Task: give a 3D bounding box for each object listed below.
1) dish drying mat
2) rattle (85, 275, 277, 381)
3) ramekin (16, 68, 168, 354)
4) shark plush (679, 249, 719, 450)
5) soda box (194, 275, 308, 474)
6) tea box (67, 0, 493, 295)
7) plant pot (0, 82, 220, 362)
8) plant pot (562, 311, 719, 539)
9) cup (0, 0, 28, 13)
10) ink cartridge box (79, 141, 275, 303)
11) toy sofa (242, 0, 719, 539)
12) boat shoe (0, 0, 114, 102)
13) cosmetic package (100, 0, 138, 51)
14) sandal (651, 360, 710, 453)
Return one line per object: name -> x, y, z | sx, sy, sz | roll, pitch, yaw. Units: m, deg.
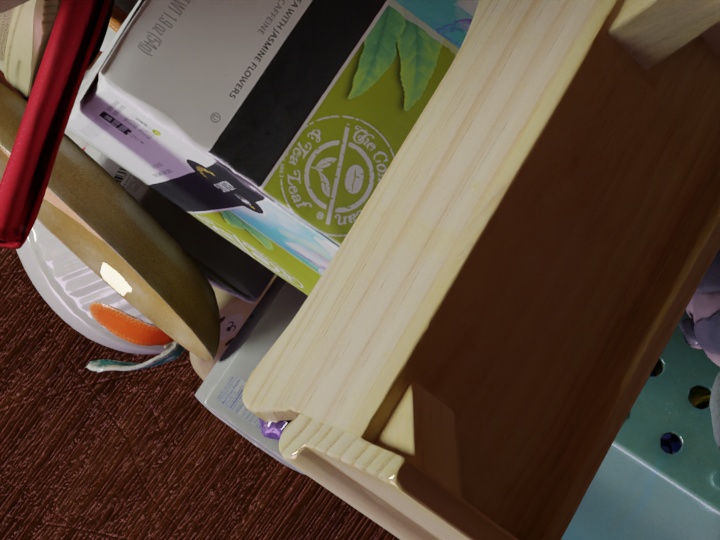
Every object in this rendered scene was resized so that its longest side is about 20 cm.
dish drying mat -> -0.097, -0.104, 0.621 | 0.018, 0.200, 0.077 | 19, 175, -12
rattle -> -0.052, 0.059, 1.032 | 0.200, 0.130, 0.143 | -9, -117, -54
ramekin -> -0.122, -0.050, 1.129 | 0.200, 0.200, 0.105 | 39, 146, -30
shark plush -> 0.162, -0.007, 0.644 | 0.091, 0.083, 0.200 | -5, -154, -3
soda box -> 0.000, 0.000, 0.845 | 0.063, 0.200, 0.068 | 35, 175, -7
tea box -> 0.002, -0.063, 0.679 | 0.197, 0.134, 0.200 | 34, 173, -11
plant pot -> -0.137, -0.032, 0.826 | 0.200, 0.027, 0.200 | 40, 170, 9
plant pot -> 0.173, 0.090, 0.934 | 0.141, 0.141, 0.200 | 33, 168, 10
cup -> -0.148, -0.153, 0.530 | 0.200, 0.200, 0.143 | 32, 176, 21
ink cartridge box -> -0.080, -0.075, 0.947 | 0.084, 0.146, 0.200 | 37, 174, -22
toy sofa -> 0.057, -0.005, 0.549 | 0.083, 0.200, 0.098 | 38, 166, -31
boat shoe -> -0.134, -0.152, 0.717 | 0.065, 0.071, 0.200 | 40, 139, 9
cosmetic package -> -0.127, -0.162, 0.886 | 0.101, 0.071, 0.200 | 39, 173, -33
sandal -> 0.160, 0.079, 1.082 | 0.200, 0.087, 0.079 | 40, 177, 21
